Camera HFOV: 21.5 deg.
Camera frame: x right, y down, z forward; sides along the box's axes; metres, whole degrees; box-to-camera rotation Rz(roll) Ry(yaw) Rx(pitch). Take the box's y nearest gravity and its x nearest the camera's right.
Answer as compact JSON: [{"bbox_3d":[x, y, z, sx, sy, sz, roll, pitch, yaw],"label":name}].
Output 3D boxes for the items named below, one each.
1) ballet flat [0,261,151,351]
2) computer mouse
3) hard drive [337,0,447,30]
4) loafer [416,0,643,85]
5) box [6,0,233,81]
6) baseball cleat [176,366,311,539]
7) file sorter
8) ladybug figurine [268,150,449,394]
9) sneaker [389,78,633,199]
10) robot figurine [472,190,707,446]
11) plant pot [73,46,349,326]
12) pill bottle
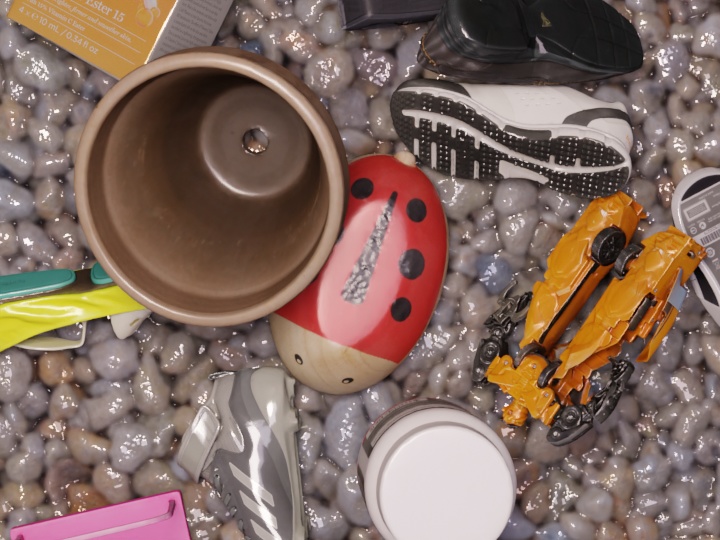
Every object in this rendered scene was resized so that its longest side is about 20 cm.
[{"bbox_3d":[-0.211,0.025,1.485,0.198,0.067,0.068,-12,111,0],"label":"ballet flat"},{"bbox_3d":[0.305,0.013,1.511,0.109,0.044,0.202,-25,91,-13],"label":"computer mouse"},{"bbox_3d":[0.072,-0.262,1.459,0.198,0.042,0.136,-15,109,-22],"label":"hard drive"},{"bbox_3d":[0.133,-0.178,1.476,0.198,0.072,0.074,6,65,-33],"label":"loafer"},{"bbox_3d":[-0.158,-0.247,1.440,0.124,0.097,0.201,28,95,16],"label":"box"},{"bbox_3d":[-0.089,0.178,1.488,0.105,0.070,0.202,-4,81,4],"label":"baseball cleat"},{"bbox_3d":[-0.186,0.287,1.447,0.138,0.125,0.202,-12,90,-3],"label":"file sorter"},{"bbox_3d":[0.000,0.000,1.483,0.135,0.072,0.202,18,89,-2],"label":"ladybug figurine"},{"bbox_3d":[0.121,-0.114,1.500,0.198,0.080,0.074,16,133,8],"label":"sneaker"},{"bbox_3d":[0.176,0.041,1.476,0.145,0.058,0.201,39,97,41],"label":"robot figurine"},{"bbox_3d":[-0.095,-0.081,1.414,0.198,0.175,0.202,3,109,9],"label":"plant pot"},{"bbox_3d":[0.057,0.158,1.421,0.113,0.200,0.115,0,90,-2],"label":"pill bottle"}]
